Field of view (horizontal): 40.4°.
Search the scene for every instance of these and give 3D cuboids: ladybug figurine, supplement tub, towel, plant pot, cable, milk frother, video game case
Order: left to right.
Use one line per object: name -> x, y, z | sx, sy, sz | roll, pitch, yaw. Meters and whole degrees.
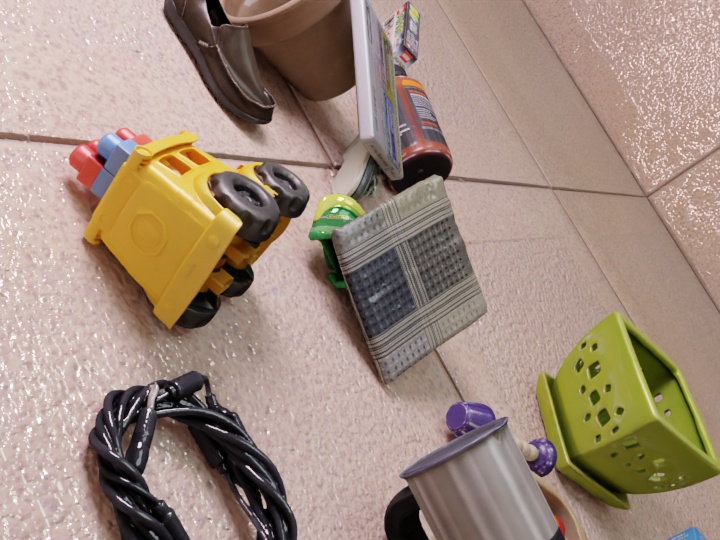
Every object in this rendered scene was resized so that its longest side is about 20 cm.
cable -> -0.125, 0.173, 0.756 | 0.162, 0.051, 0.202 | 2, 58, -59
plant pot -> -0.071, -0.334, 1.339 | 0.202, 0.197, 0.176 | -95, 159, -47
video game case -> 0.022, -0.241, 1.299 | 0.182, 0.022, 0.204 | 37, 48, -72
supplement tub -> 0.066, -0.222, 1.497 | 0.106, 0.106, 0.202 | 24, 40, -47
towel -> 0.060, 0.006, 1.170 | 0.199, 0.034, 0.195 | -29, 102, -39
milk frother -> 0.090, 0.264, 0.871 | 0.190, 0.179, 0.200 | 62, 20, 7
ladybug figurine -> 0.192, 0.299, 1.129 | 0.199, 0.072, 0.137 | 40, 28, -30
plant pot -> 0.374, 0.216, 1.421 | 0.198, 0.181, 0.202 | 35, 32, -34

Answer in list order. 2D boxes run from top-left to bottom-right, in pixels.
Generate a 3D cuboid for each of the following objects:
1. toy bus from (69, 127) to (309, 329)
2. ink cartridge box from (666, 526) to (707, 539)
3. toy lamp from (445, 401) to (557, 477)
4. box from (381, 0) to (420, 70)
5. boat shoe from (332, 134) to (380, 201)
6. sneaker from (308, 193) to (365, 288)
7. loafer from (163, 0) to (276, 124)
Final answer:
toy bus -> -0.166, -0.066, 0.907 | 0.191, 0.136, 0.200 | 39, 23, 4
ink cartridge box -> 0.409, 0.464, 1.221 | 0.145, 0.147, 0.201 | 47, 26, -15
toy lamp -> 0.177, 0.210, 1.229 | 0.199, 0.058, 0.059 | 29, 35, -43
box -> 0.048, -0.372, 1.645 | 0.035, 0.109, 0.201 | 42, 29, -22
boat shoe -> 0.009, -0.135, 1.336 | 0.062, 0.073, 0.201 | 42, 23, -15
sneaker -> 0.000, 0.000, 1.180 | 0.201, 0.073, 0.084 | 50, 58, -27
loafer -> -0.163, -0.270, 1.197 | 0.201, 0.071, 0.073 | 54, 25, -1
